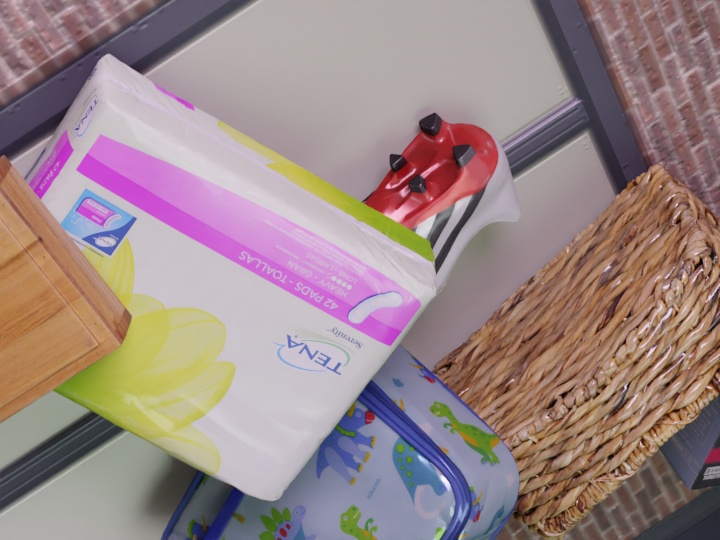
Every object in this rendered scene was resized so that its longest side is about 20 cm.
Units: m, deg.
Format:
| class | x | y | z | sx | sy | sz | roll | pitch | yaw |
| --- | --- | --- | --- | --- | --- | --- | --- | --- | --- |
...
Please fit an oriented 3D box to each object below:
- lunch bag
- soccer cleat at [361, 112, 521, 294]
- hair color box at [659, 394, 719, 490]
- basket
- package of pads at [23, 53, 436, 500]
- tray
| class | x | y | z | sx | sy | sz | roll | pitch | yaw |
| --- | --- | --- | --- | --- | --- | --- | --- | --- | --- |
| lunch bag | -0.019 | 0.138 | 1.291 | 0.082 | 0.161 | 0.201 | -16 | 144 | -54 |
| soccer cleat | 0.000 | 0.000 | 1.237 | 0.200 | 0.069 | 0.085 | -39 | 136 | 0 |
| hair color box | 0.268 | 0.045 | 1.471 | 0.098 | 0.061 | 0.201 | -4 | 133 | -31 |
| basket | 0.163 | 0.070 | 1.327 | 0.200 | 0.143 | 0.149 | -43 | 115 | 12 |
| package of pads | -0.083 | 0.011 | 1.136 | 0.199 | 0.068 | 0.155 | 29 | 113 | -20 |
| tray | -0.216 | 0.042 | 1.089 | 0.199 | 0.037 | 0.099 | -32 | 108 | 17 |
